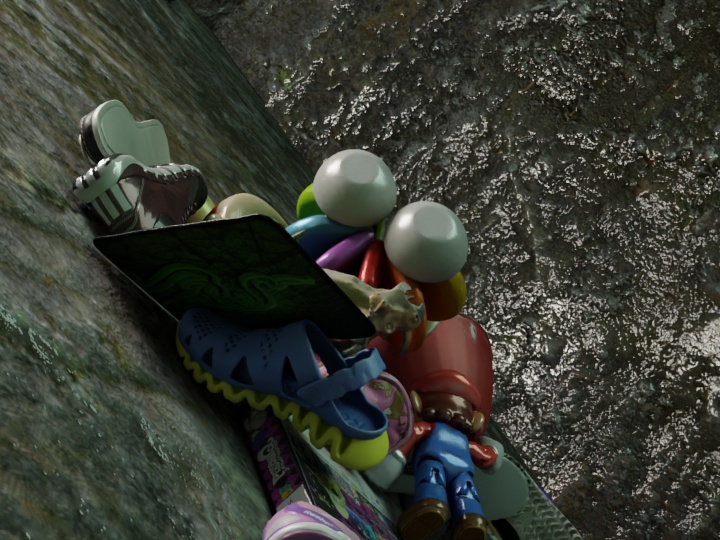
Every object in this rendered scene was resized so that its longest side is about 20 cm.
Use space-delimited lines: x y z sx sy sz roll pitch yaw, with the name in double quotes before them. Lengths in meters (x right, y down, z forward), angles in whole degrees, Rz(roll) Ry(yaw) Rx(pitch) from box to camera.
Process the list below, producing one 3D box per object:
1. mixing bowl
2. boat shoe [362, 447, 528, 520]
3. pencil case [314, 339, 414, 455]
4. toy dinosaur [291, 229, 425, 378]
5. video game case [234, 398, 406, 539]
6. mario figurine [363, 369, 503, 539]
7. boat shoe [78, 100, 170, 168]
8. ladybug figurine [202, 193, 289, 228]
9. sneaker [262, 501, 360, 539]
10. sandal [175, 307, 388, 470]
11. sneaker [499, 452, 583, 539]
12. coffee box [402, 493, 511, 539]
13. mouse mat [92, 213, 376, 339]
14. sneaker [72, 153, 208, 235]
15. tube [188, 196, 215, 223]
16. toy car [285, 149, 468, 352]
"mixing bowl" 0.068 0.150 1.216 0.200 0.199 0.109 47 15 -39
"boat shoe" 0.076 0.204 1.142 0.196 0.072 0.064 15 0 -9
"pencil case" -0.017 0.115 1.046 0.084 0.085 0.200 70 -14 -14
"toy dinosaur" -0.056 0.046 0.972 0.137 0.198 0.086 61 24 -2
"video game case" -0.015 0.203 0.924 0.200 0.036 0.182 48 5 -37
"mario figurine" 0.073 0.184 1.047 0.124 0.105 0.201 56 23 -30
"boat shoe" -0.237 -0.120 1.064 0.200 0.059 0.075 -54 133 -82
"ladybug figurine" -0.110 0.003 1.121 0.201 0.071 0.138 55 32 -47
"sneaker" 0.002 0.225 0.739 0.201 0.080 0.088 49 -2 -20
"sandal" -0.055 0.074 0.886 0.197 0.088 0.080 25 23 9
"sneaker" 0.200 0.287 1.184 0.100 0.069 0.201 48 8 -50
"coffee box" 0.115 0.291 1.233 0.113 0.079 0.200 49 6 -17
"mouse mat" -0.101 0.013 0.877 0.197 0.008 0.161 -4 -37 37
"sneaker" -0.178 -0.035 1.007 0.117 0.075 0.200 57 16 9
"tube" -0.136 0.000 1.211 0.051 0.058 0.201 -15 -63 46
"toy car" 0.000 0.000 1.080 0.199 0.150 0.176 37 -32 15
